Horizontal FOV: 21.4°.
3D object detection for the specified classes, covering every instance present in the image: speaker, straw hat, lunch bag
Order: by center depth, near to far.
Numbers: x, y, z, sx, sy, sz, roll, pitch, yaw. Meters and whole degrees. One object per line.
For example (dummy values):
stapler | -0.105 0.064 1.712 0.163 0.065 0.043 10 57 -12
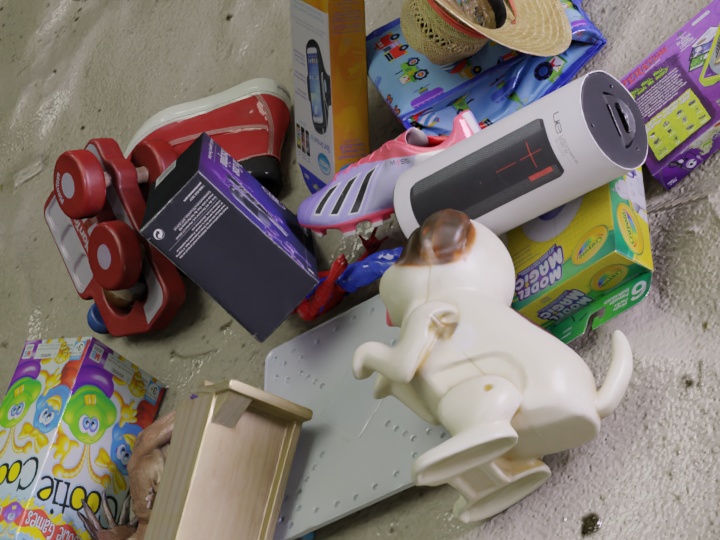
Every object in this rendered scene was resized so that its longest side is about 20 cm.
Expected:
speaker | 0.121 -0.078 1.459 0.199 0.081 0.082 -26 44 40
straw hat | 0.077 -0.217 1.585 0.085 0.200 0.202 -50 34 32
lunch bag | 0.112 -0.195 1.667 0.200 0.094 0.151 -37 37 5

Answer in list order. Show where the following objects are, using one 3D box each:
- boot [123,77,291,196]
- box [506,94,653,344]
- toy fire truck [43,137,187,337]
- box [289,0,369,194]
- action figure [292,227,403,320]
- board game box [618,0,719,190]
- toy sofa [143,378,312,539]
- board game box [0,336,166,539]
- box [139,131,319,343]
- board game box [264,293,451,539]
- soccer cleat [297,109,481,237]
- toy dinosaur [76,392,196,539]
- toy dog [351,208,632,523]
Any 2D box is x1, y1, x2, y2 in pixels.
boot | -0.158 -0.093 1.870 0.199 0.072 0.145 -21 49 30
box | 0.167 -0.041 1.489 0.117 0.048 0.201 -35 45 38
toy fire truck | -0.236 -0.024 1.854 0.168 0.112 0.201 -50 60 46
box | -0.028 -0.161 1.720 0.041 0.201 0.119 -9 19 -16
action figure | 0.000 0.000 1.629 0.199 0.052 0.065 -27 6 40
board game box | 0.291 -0.165 1.495 0.200 0.032 0.120 -40 42 15
toy sofa | -0.115 0.195 1.545 0.097 0.082 0.201 -21 51 58
board game box | -0.276 0.174 1.749 0.103 0.105 0.201 -5 58 43
box | -0.112 -0.033 1.657 0.079 0.141 0.200 -43 13 7
board game box | 0.002 0.115 1.573 0.199 0.026 0.201 -28 43 29
soccer cleat | 0.026 -0.080 1.606 0.199 0.077 0.067 -11 11 36
toy dinosaur | -0.178 0.183 1.665 0.135 0.086 0.201 -21 41 43
toy dog | 0.084 0.052 1.407 0.193 0.139 0.201 -34 60 16
